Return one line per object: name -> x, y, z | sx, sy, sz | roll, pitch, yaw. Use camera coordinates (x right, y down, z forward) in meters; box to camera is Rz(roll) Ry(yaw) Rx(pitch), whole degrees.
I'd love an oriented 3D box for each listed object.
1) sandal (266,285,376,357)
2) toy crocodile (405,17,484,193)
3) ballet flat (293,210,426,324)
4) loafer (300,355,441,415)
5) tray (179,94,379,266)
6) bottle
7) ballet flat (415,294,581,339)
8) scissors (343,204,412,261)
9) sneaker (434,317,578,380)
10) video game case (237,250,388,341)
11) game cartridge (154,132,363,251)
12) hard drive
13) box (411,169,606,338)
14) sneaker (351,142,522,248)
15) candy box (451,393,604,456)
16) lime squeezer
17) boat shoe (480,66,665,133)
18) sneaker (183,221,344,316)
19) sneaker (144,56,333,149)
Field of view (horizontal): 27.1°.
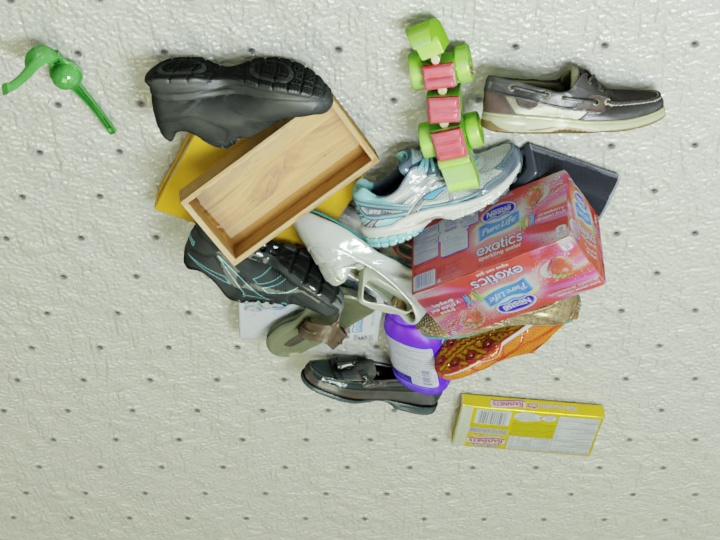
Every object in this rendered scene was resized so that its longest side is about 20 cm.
sandal -> -0.045, 0.073, 1.830 | 0.079, 0.058, 0.201 | 17, 146, -27
toy crocodile -> 0.088, -0.170, 1.561 | 0.067, 0.062, 0.201 | -6, 120, 11
ballet flat -> 0.000, 0.000, 1.712 | 0.199, 0.070, 0.069 | 30, 135, -17
loafer -> 0.020, 0.137, 1.972 | 0.198, 0.072, 0.063 | 13, 120, -23
tray -> -0.089, -0.103, 1.624 | 0.199, 0.037, 0.099 | -35, 117, 9
bottle -> 0.071, 0.073, 1.871 | 0.083, 0.065, 0.201 | 19, 146, 25
ballet flat -> 0.161, 0.035, 1.768 | 0.198, 0.071, 0.066 | -9, 133, 2
scissors -> 0.016, -0.051, 1.770 | 0.198, 0.014, 0.073 | 14, 140, -14
sneaker -> 0.184, 0.086, 1.839 | 0.199, 0.073, 0.077 | -28, 132, 1
video game case -> -0.061, 0.033, 1.841 | 0.180, 0.024, 0.201 | 2, 151, -3
game cartridge -> -0.114, -0.099, 1.702 | 0.198, 0.033, 0.177 | 18, 140, -19
hard drive -> 0.200, -0.055, 1.732 | 0.134, 0.043, 0.200 | 17, 139, -17
box -> 0.163, -0.017, 1.669 | 0.199, 0.103, 0.095 | -22, 135, 24
sneaker -> 0.082, -0.099, 1.649 | 0.199, 0.078, 0.087 | -26, 114, 7
candy box -> 0.231, 0.215, 2.074 | 0.198, 0.027, 0.103 | 5, 143, -3
lime squeezer -> -0.315, -0.198, 1.572 | 0.038, 0.071, 0.200 | -33, 162, 15
boat shoe -> 0.224, -0.179, 1.558 | 0.198, 0.073, 0.065 | -5, 108, -11
sneaker -> -0.112, 0.003, 1.724 | 0.199, 0.076, 0.080 | 31, 115, -6
sneaker -> -0.125, -0.173, 1.568 | 0.198, 0.076, 0.092 | 4, 120, 11
